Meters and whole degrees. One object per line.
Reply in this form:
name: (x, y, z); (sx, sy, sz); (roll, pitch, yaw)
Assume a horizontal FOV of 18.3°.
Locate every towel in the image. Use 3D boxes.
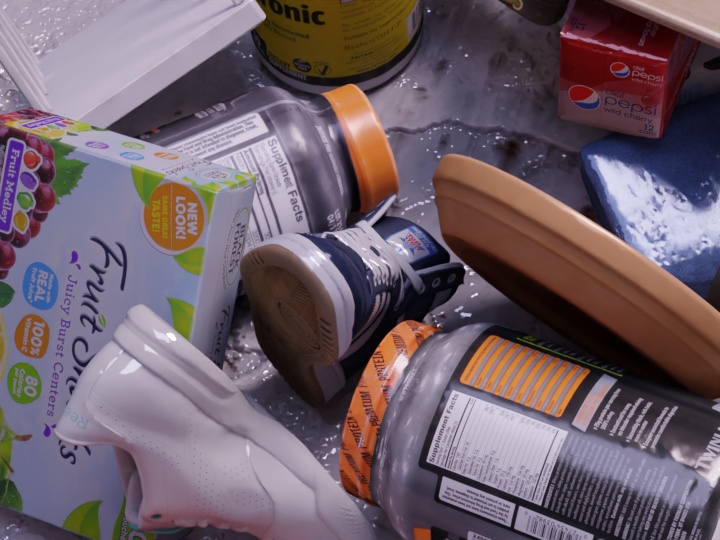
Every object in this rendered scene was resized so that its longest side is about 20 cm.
towel: (0.228, -0.050, 1.263); (0.198, 0.049, 0.112); (-18, 71, -8)

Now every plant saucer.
plant saucer: (0.116, 0.011, 1.153); (0.199, 0.200, 0.038); (32, 84, 28)

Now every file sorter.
file sorter: (-0.157, -0.174, 1.289); (0.138, 0.125, 0.200); (-33, 19, 0)

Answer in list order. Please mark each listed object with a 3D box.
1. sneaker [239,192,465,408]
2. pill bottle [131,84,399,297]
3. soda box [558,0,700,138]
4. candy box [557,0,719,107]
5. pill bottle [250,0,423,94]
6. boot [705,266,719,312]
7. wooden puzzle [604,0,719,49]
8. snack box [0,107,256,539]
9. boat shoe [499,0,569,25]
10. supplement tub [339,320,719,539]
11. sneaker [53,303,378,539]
sneaker: (0.000, 0.000, 1.158); (0.108, 0.200, 0.070); (-40, 78, -12)
pill bottle: (-0.080, -0.037, 1.262); (0.199, 0.107, 0.107); (-22, 52, -12)
soda box: (0.172, -0.171, 1.267); (0.063, 0.070, 0.201); (16, 55, 15)
candy box: (0.224, -0.169, 1.351); (0.198, 0.072, 0.169); (-18, 52, -7)
pill bottle: (-0.020, -0.205, 1.323); (0.110, 0.201, 0.112); (-2, 56, 3)
boot: (0.286, 0.029, 1.152); (0.199, 0.078, 0.138); (-20, 44, -41)
wooden puzzle: (0.178, -0.203, 1.228); (0.199, 0.037, 0.185); (23, 57, 22)
snack box: (-0.141, 0.032, 1.165); (0.141, 0.202, 0.053); (16, 17, 19)
boat shoe: (0.066, -0.204, 1.358); (0.071, 0.061, 0.201); (5, 19, -32)
supplement tub: (0.097, 0.101, 1.119); (0.199, 0.123, 0.123); (20, 56, 22)
sneaker: (-0.074, 0.104, 1.113); (0.089, 0.200, 0.075); (-49, 35, -5)
